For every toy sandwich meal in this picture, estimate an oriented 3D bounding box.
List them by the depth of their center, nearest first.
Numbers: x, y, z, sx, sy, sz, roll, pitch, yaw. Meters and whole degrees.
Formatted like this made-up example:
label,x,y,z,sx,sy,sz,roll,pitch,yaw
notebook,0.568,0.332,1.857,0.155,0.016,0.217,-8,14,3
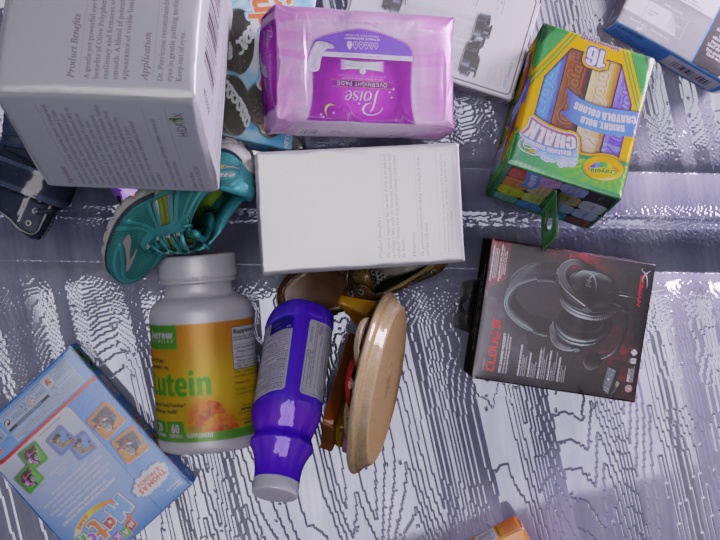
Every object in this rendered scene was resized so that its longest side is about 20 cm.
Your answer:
label,x,y,z,sx,sy,sz,roll,pitch,yaw
toy sandwich meal,-0.004,0.112,1.196,0.069,0.205,0.208,11,92,11

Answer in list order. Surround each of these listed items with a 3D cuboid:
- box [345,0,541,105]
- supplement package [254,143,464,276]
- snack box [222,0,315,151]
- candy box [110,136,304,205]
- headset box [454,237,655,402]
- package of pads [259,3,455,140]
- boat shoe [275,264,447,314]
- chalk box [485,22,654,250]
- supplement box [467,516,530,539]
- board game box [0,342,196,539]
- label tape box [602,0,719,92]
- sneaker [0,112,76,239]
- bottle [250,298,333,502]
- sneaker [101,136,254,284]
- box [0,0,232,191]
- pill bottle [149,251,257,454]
label,x,y,z,sx,sy,sz,roll,pitch,yaw
box,0.082,-0.262,1.250,0.197,0.060,0.118,16,91,-1
supplement package,-0.004,-0.060,1.160,0.197,0.117,0.119,-3,92,-4
snack box,-0.112,-0.228,1.189,0.115,0.037,0.203,10,82,-13
candy box,-0.183,-0.148,1.243,0.199,0.072,0.169,-31,92,1
headset box,0.201,0.050,1.255,0.197,0.077,0.151,9,92,-3
package of pads,-0.001,-0.193,1.161,0.197,0.076,0.122,-1,88,-19
boat shoe,0.000,0.000,1.253,0.198,0.068,0.073,-22,92,0
chalk box,0.207,-0.125,1.204,0.122,0.125,0.202,18,76,-1
supplement box,0.100,0.344,1.267,0.198,0.069,0.067,-28,90,2
board game box,-0.300,0.205,1.269,0.151,0.037,0.200,-41,91,1
label tape box,0.372,-0.316,1.252,0.142,0.066,0.202,28,93,-2
sneaker,-0.271,-0.092,1.171,0.200,0.077,0.148,17,92,0
bottle,-0.073,0.133,1.195,0.065,0.083,0.202,20,59,-23
sneaker,-0.181,-0.048,1.150,0.199,0.077,0.080,-40,53,23
box,-0.210,-0.198,1.040,0.169,0.200,0.202,2,71,-1
pill bottle,-0.165,0.084,1.231,0.109,0.111,0.203,-4,92,-1
